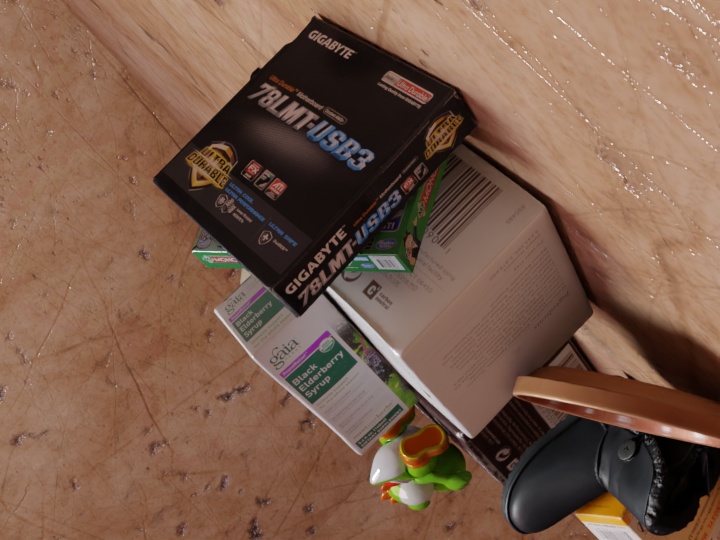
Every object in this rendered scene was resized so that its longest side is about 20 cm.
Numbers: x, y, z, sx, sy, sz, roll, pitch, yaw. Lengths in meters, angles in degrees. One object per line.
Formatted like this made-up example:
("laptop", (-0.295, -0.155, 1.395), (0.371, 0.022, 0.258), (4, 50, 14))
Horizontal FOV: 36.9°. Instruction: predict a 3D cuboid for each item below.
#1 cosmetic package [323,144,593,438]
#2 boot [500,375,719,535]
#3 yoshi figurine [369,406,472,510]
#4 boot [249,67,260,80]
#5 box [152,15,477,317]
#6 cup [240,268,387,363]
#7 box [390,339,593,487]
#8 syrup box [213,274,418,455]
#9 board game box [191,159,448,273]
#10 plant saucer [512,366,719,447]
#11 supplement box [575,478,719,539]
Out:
("cosmetic package", (0.072, 0.008, 0.931), (0.165, 0.165, 0.200), (42, 175, 36))
("boot", (0.238, 0.207, 1.041), (0.076, 0.200, 0.168), (42, -178, -24))
("yoshi figurine", (0.076, 0.212, 1.257), (0.111, 0.113, 0.200), (3, 148, 10))
("boot", (-0.089, -0.181, 1.242), (0.154, 0.073, 0.204), (76, 173, -46))
("box", (-0.042, -0.091, 0.846), (0.200, 0.199, 0.050), (40, 175, 44))
("cup", (-0.039, 0.011, 1.091), (0.200, 0.200, 0.143), (43, 179, 14))
("box", (0.148, 0.122, 1.256), (0.200, 0.164, 0.166), (38, 173, 49))
("syrup box", (-0.036, 0.077, 0.969), (0.081, 0.079, 0.200), (44, 176, 43))
("board game box", (-0.031, -0.063, 0.873), (0.199, 0.135, 0.029), (1, 150, 32))
("plant saucer", (0.228, 0.113, 0.900), (0.199, 0.032, 0.200), (13, 172, 2))
("supplement box", (0.336, 0.270, 1.137), (0.200, 0.126, 0.073), (45, 153, -17))
